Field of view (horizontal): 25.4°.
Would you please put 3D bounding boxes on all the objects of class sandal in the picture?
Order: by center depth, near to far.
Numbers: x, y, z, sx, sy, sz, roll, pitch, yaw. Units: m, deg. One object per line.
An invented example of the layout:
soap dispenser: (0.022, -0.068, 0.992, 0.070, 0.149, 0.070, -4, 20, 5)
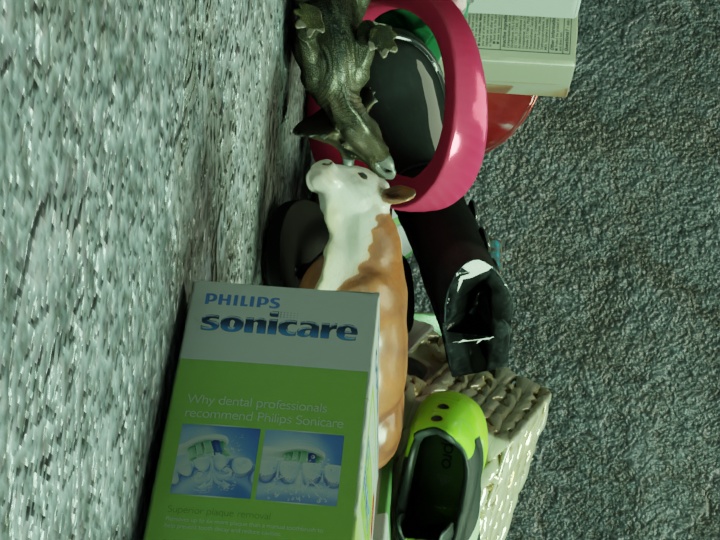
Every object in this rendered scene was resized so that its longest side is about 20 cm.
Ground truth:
sandal: (0.000, 0.000, 0.997, 0.199, 0.045, 0.076, 17, 71, -61)

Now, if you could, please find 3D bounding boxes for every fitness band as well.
fitness band: (0.022, -0.114, 1.029, 0.199, 0.037, 0.146, 22, -69, 59)

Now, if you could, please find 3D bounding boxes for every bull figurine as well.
bull figurine: (-0.012, 0.042, 0.897, 0.121, 0.064, 0.202, -40, 134, -44)

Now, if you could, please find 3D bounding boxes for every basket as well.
basket: (0.038, 0.155, 1.087, 0.135, 0.122, 0.202, -32, 141, -66)

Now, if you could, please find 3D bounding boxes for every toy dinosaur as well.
toy dinosaur: (-0.017, -0.155, 0.977, 0.102, 0.076, 0.203, 129, -43, -65)

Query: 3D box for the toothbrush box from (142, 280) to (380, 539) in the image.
toothbrush box: (-0.039, 0.128, 0.656, 0.147, 0.085, 0.202, 90, 4, -50)

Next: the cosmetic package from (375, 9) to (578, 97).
cosmetic package: (0.081, -0.209, 1.334, 0.087, 0.197, 0.105, 82, 14, -78)

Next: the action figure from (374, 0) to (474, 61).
action figure: (0.040, -0.197, 1.103, 0.055, 0.118, 0.200, -47, -171, -6)

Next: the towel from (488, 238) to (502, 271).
towel: (0.095, 0.088, 1.287, 0.147, 0.021, 0.203, 133, -42, -74)

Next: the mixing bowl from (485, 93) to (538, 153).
mixing bowl: (0.065, -0.208, 1.456, 0.108, 0.199, 0.203, 5, 88, -43)

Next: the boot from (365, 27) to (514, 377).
boot: (0.048, -0.049, 1.077, 0.201, 0.065, 0.166, -100, 171, -53)

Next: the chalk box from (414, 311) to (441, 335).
chalk box: (0.029, 0.131, 1.253, 0.124, 0.123, 0.203, -154, -112, -78)

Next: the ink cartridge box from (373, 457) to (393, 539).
ink cartridge box: (-0.026, 0.230, 0.956, 0.145, 0.083, 0.203, -79, 172, -69)

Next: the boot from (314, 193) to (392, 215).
boot: (-0.009, 0.022, 1.168, 0.201, 0.074, 0.108, -83, 180, -56)

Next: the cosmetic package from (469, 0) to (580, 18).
cosmetic package: (0.081, -0.306, 1.227, 0.166, 0.197, 0.170, 79, 16, -76)

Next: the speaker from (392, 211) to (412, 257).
speaker: (0.014, -0.086, 1.287, 0.201, 0.087, 0.089, 88, 7, -58)

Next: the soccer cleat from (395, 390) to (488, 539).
soccer cleat: (0.045, 0.175, 0.975, 0.081, 0.067, 0.203, -34, 127, -68)
